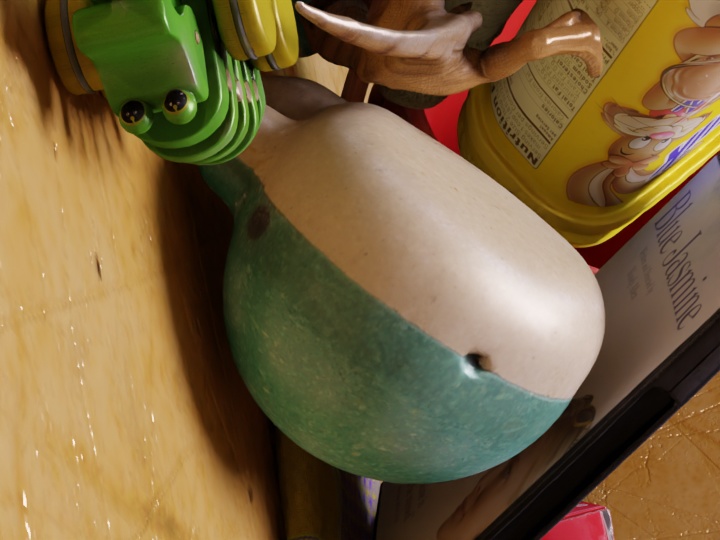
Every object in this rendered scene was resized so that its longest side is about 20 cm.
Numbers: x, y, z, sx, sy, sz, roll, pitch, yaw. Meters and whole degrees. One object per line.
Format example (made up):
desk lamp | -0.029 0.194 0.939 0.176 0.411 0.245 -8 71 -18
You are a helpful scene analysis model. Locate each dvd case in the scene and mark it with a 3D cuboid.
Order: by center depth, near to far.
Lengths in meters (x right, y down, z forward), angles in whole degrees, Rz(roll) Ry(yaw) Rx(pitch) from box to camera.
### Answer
dvd case | 0.074 0.048 0.772 0.018 0.200 0.143 42 17 -10

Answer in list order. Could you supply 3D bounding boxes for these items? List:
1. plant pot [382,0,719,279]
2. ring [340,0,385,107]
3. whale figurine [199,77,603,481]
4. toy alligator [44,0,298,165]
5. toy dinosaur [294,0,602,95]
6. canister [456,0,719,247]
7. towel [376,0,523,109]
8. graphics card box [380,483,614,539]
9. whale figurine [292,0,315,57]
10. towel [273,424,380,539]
plant pot | 0.084 -0.015 0.961 0.178 0.199 0.201 115 -23 -47
ring | 0.009 -0.097 0.931 0.200 0.019 0.202 19 90 -85
whale figurine | 0.000 0.000 0.741 0.159 0.104 0.200 29 12 -28
toy alligator | -0.054 -0.057 0.579 0.200 0.059 0.055 -8 87 -82
toy dinosaur | 0.025 -0.076 0.699 0.200 0.106 0.061 -149 -141 -80
canister | 0.127 -0.106 0.779 0.087 0.148 0.200 48 -27 9
towel | 0.079 -0.160 0.861 0.036 0.148 0.200 37 47 -6
graphics card box | 0.057 0.151 0.862 0.200 0.051 0.126 -179 -103 -76
whale figurine | -0.014 -0.186 0.886 0.160 0.103 0.201 70 13 -49
towel | -0.001 0.143 0.808 0.144 0.023 0.201 63 17 -65
